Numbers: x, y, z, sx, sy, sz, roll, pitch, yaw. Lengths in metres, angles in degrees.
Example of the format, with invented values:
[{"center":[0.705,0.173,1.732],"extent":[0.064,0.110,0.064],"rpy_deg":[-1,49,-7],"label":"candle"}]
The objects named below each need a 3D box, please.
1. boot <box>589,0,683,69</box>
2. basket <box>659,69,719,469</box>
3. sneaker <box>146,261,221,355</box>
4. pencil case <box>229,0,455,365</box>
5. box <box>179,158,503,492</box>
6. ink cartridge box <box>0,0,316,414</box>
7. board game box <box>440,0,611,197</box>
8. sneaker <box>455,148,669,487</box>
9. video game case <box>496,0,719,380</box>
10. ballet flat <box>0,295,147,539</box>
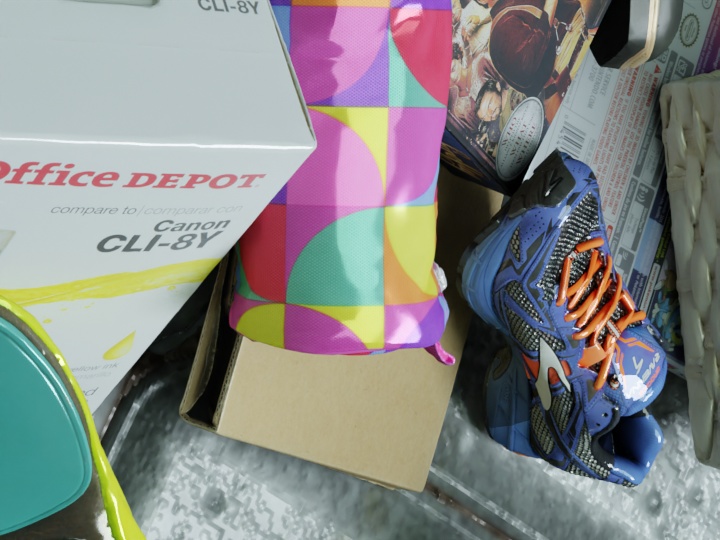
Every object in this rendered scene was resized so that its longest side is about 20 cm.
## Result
[{"center":[0.171,-0.180,1.256],"extent":[0.138,0.077,0.201],"rpy_deg":[10,78,-19],"label":"boot"},{"center":[0.226,-0.004,1.282],"extent":[0.123,0.135,0.201],"rpy_deg":[-12,99,-35],"label":"basket"},{"center":[-0.067,-0.067,1.129],"extent":[0.088,0.074,0.201],"rpy_deg":[26,74,-22],"label":"sneaker"},{"center":[-0.005,-0.065,1.016],"extent":[0.088,0.088,0.201],"rpy_deg":[-5,99,-37],"label":"pencil case"},{"center":[0.000,0.000,1.150],"extent":[0.200,0.021,0.164],"rpy_deg":[24,80,-64],"label":"box"},{"center":[-0.129,-0.022,0.988],"extent":[0.145,0.200,0.084],"rpy_deg":[-1,57,-36],"label":"ink cartridge box"},{"center":[0.070,-0.145,1.128],"extent":[0.201,0.034,0.135],"rpy_deg":[-64,151,-7],"label":"board game box"},{"center":[0.096,0.022,1.193],"extent":[0.075,0.078,0.200],"rpy_deg":[-50,152,-21],"label":"sneaker"},{"center":[0.148,-0.062,1.318],"extent":[0.182,0.023,0.201],"rpy_deg":[28,75,-35],"label":"video game case"},{"center":[-0.115,0.080,1.002],"extent":[0.067,0.067,0.201],"rpy_deg":[-22,120,1],"label":"ballet flat"}]
